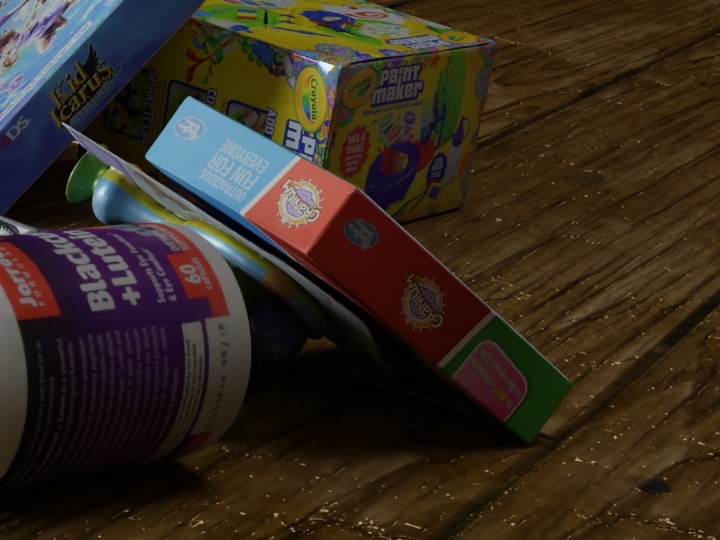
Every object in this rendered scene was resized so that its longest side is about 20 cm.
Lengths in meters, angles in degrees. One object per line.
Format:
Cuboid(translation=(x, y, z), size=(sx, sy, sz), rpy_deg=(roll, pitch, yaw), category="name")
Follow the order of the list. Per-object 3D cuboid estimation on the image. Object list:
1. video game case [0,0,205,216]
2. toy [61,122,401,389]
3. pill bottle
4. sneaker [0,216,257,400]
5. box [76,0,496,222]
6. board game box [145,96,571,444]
Cuboid(translation=(-0.197, -0.142, 1.498), size=(0.045, 0.200, 0.181), rpy_deg=(45, -2, -30), category="video game case")
Cuboid(translation=(-0.076, 0.006, 1.262), size=(0.200, 0.047, 0.115), rpy_deg=(37, -8, 19), category="toy")
Cuboid(translation=(-0.154, 0.040, 1.063), size=(0.111, 0.112, 0.199), rpy_deg=(25, 22, 39), category="pill bottle")
Cuboid(translation=(-0.119, 0.017, 1.236), size=(0.199, 0.075, 0.087), rpy_deg=(24, 11, 29), category="sneaker")
Cuboid(translation=(-0.047, -0.114, 1.605), size=(0.192, 0.123, 0.200), rpy_deg=(20, 19, 29), category="box")
Cuboid(translation=(0.000, 0.000, 1.233), size=(0.200, 0.040, 0.153), rpy_deg=(41, -7, -41), category="board game box")
